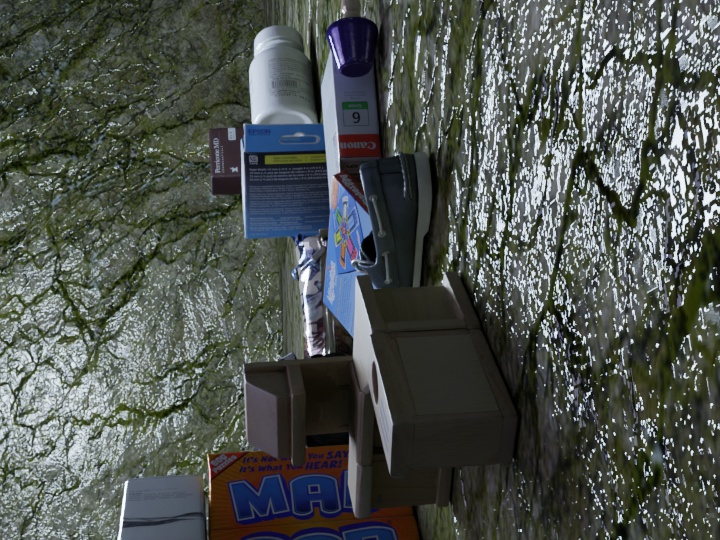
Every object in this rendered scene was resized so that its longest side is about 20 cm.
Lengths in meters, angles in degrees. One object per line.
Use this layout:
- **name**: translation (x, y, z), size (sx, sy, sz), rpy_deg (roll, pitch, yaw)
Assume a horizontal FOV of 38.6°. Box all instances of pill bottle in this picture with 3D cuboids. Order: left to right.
- **pill bottle**: translation (-0.137, -0.325, 1.799), size (0.115, 0.114, 0.201), rpy_deg (100, 166, -58)

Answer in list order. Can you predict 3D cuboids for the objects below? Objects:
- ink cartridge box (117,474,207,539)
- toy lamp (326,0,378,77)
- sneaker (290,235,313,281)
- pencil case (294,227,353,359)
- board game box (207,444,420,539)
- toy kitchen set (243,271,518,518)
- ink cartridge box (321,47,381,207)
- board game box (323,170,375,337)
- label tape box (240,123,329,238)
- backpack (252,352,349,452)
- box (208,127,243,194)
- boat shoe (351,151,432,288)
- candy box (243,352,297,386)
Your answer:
- **ink cartridge box**: translation (-0.183, 0.303, 0.963), size (0.200, 0.084, 0.146), rpy_deg (-122, 30, -70)
- **toy lamp**: translation (-0.013, -0.304, 1.103), size (0.058, 0.058, 0.201), rpy_deg (109, 156, -70)
- **sneaker**: translation (-0.070, -0.072, 1.513), size (0.075, 0.078, 0.201), rpy_deg (145, 122, -80)
- **pencil case**: translation (-0.044, 0.047, 1.368), size (0.089, 0.077, 0.201), rpy_deg (67, -163, -69)
- **board game box**: translation (-0.050, 0.319, 1.034), size (0.200, 0.199, 0.201), rpy_deg (-103, 13, -52)
- **toy kitchen set**: translation (0.001, 0.132, 0.738), size (0.181, 0.162, 0.201), rpy_deg (-105, 15, -59)
- **ink cartridge box**: translation (-0.009, -0.140, 1.155), size (0.109, 0.050, 0.201), rpy_deg (120, 146, -74)
- **board game box**: translation (0.000, 0.000, 1.078), size (0.103, 0.019, 0.201), rpy_deg (48, 150, 30)
- **label tape box**: translation (-0.087, -0.135, 1.379), size (0.201, 0.142, 0.066), rpy_deg (95, 169, -45)
- **backpack**: translation (-0.051, 0.214, 1.169), size (0.201, 0.126, 0.167), rpy_deg (-65, -7, 32)
- **box**: translation (-0.370, -0.341, 3.210), size (0.164, 0.199, 0.167), rpy_deg (116, 150, -73)
- **boat shoe**: translation (0.022, -0.024, 0.909), size (0.201, 0.061, 0.073), rpy_deg (96, 168, -48)
- **candy box**: translation (-0.072, 0.214, 1.344), size (0.201, 0.071, 0.168), rpy_deg (58, 169, 3)
